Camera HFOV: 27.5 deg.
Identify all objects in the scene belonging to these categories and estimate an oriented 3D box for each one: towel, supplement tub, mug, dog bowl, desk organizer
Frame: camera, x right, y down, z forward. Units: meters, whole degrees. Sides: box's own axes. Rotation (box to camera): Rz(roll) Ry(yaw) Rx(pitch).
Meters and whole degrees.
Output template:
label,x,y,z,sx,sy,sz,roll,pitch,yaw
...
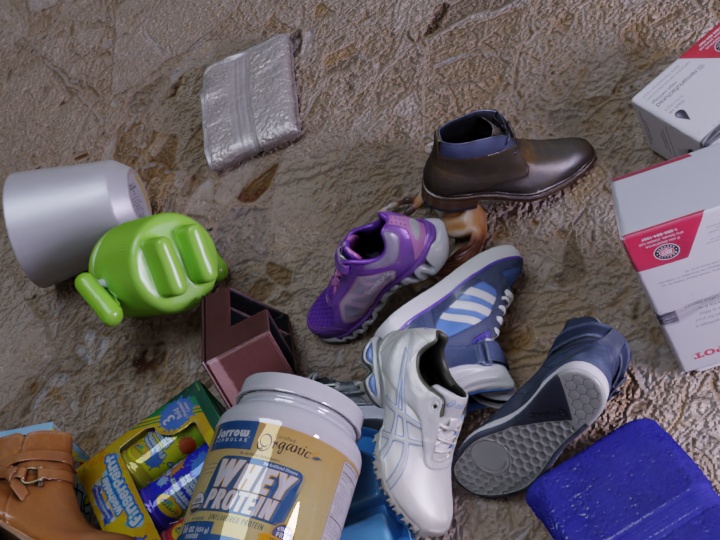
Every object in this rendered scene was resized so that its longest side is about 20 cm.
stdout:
label,x,y,z,sx,sy,sz,roll,pitch,yaw
towel,0.252,0.232,1.298,0.148,0.050,0.200,-30,44,-5
supplement tub,-0.082,0.211,1.368,0.145,0.145,0.200,0,58,31
mug,-0.349,-0.084,1.855,0.153,0.149,0.187,-15,54,9
towel,-0.144,-0.224,1.921,0.133,0.034,0.200,-22,46,14
dog bowl,0.000,0.248,1.430,0.111,0.050,0.200,-23,45,12
desk organizer,-0.121,0.073,1.579,0.077,0.072,0.200,-27,20,3

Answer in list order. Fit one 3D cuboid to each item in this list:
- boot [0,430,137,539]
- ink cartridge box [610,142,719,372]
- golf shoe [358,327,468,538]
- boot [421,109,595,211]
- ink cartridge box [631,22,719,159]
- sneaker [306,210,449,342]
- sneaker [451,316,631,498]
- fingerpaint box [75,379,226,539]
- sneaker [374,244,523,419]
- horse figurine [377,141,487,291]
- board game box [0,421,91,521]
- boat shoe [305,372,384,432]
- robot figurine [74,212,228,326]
label,x,y,z,sx,sy,sz,roll,pitch,yaw
boot,-0.305,0.237,1.489,0.200,0.077,0.155,-5,47,13
ink cartridge box,0.331,-0.013,1.345,0.145,0.200,0.083,-19,43,16
golf shoe,0.062,0.149,1.380,0.097,0.078,0.200,-22,78,39
boot,0.163,-0.127,1.578,0.200,0.097,0.075,-15,53,-10
ink cartridge box,0.401,-0.153,1.501,0.144,0.084,0.200,-41,45,-7
sneaker,0.000,0.000,1.578,0.200,0.088,0.081,-41,43,31
sneaker,0.178,0.128,1.410,0.202,0.077,0.146,-43,4,34
fingerpaint box,-0.186,0.238,1.531,0.167,0.073,0.200,-36,44,0
sneaker,0.127,0.074,1.497,0.200,0.081,0.146,-31,69,-30
horse figurine,0.090,-0.059,1.634,0.133,0.050,0.200,-33,43,10
board game box,-0.364,0.280,1.581,0.105,0.103,0.200,-12,49,20
boat shoe,-0.040,0.140,1.526,0.199,0.074,0.068,-6,48,24
robot figurine,-0.243,-0.005,1.716,0.175,0.116,0.200,-27,11,-33
